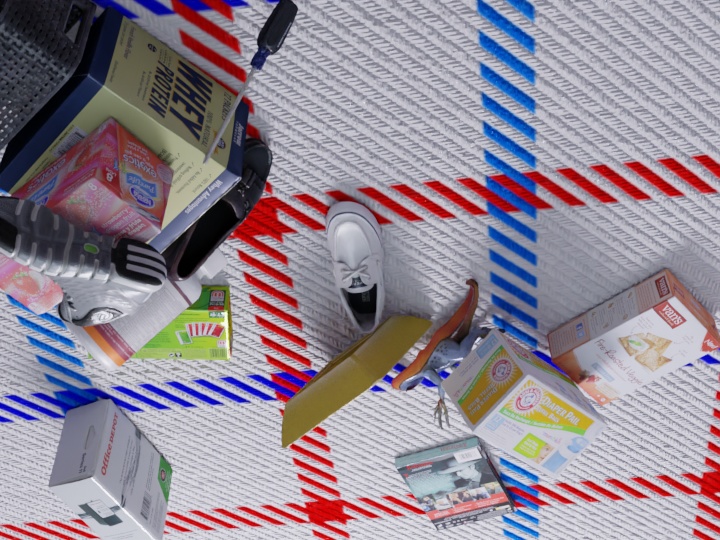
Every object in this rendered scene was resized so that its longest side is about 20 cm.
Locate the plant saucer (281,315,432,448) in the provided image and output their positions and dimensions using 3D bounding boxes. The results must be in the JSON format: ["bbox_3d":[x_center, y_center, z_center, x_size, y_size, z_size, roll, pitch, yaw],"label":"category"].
[{"bbox_3d":[-0.015,0.139,1.517,0.200,0.200,0.049,-39,90,32],"label":"plant saucer"}]

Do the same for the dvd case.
[{"bbox_3d":[0.158,0.353,1.820,0.145,0.022,0.201,-18,133,16],"label":"dvd case"}]

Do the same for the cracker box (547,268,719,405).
[{"bbox_3d":[0.380,0.097,1.547,0.199,0.058,0.134,-33,126,27],"label":"cracker box"}]

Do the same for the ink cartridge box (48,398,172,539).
[{"bbox_3d":[-0.376,0.315,1.691,0.082,0.147,0.201,-16,131,16],"label":"ink cartridge box"}]

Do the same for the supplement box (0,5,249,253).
[{"bbox_3d":[-0.265,-0.143,1.254,0.199,0.135,0.200,33,126,-28],"label":"supplement box"}]

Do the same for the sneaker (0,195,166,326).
[{"bbox_3d":[-0.305,0.006,1.114,0.199,0.075,0.116,21,133,-20],"label":"sneaker"}]

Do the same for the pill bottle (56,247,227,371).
[{"bbox_3d":[-0.268,0.021,1.378,0.200,0.109,0.110,-42,130,-10],"label":"pill bottle"}]

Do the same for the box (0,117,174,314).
[{"bbox_3d":[-0.303,-0.054,1.175,0.199,0.103,0.095,-30,127,28],"label":"box"}]

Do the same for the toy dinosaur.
[{"bbox_3d":[0.115,0.113,1.575,0.180,0.105,0.202,-13,100,25],"label":"toy dinosaur"}]

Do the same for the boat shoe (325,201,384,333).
[{"bbox_3d":[0.000,0.000,1.443,0.073,0.066,0.201,-10,134,10],"label":"boat shoe"}]

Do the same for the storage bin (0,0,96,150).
[{"bbox_3d":[-0.382,-0.220,1.176,0.199,0.136,0.094,-35,126,29],"label":"storage bin"}]

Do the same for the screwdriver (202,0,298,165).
[{"bbox_3d":[-0.120,-0.202,1.184,0.028,0.201,0.029,29,169,-16],"label":"screwdriver"}]

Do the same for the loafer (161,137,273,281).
[{"bbox_3d":[-0.164,-0.067,1.310,0.072,0.063,0.201,40,85,-28],"label":"loafer"}]

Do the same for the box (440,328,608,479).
[{"bbox_3d":[0.222,0.181,1.497,0.199,0.102,0.113,32,106,-38],"label":"box"}]

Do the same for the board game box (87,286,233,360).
[{"bbox_3d":[-0.277,0.072,1.523,0.198,0.048,0.102,1,134,-2],"label":"board game box"}]
